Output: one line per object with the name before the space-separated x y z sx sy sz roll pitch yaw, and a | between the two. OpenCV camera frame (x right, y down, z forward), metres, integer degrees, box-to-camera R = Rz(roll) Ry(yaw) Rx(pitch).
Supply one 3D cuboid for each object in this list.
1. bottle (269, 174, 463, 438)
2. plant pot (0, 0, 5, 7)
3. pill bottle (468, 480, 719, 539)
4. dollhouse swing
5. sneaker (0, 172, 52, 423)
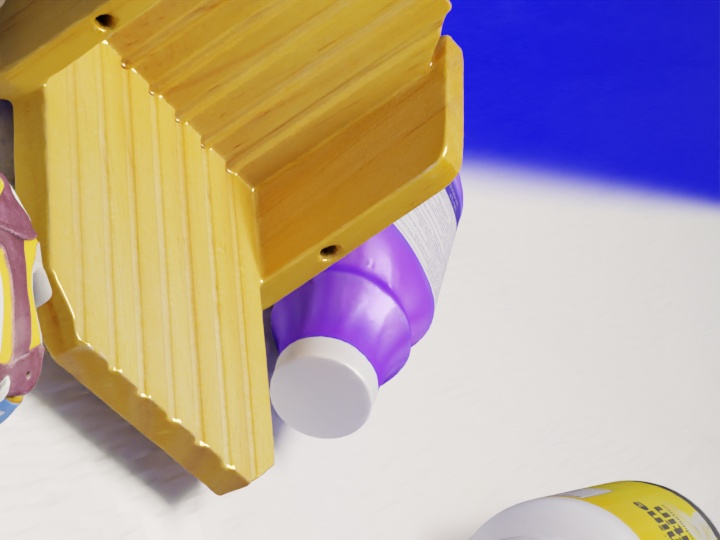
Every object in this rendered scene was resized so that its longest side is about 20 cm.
bottle | 0.000 0.000 1.222 0.084 0.065 0.200 60 26 -27
plant pot | -0.166 -0.167 0.927 0.201 0.092 0.201 49 32 -45
pill bottle | 0.109 0.166 1.297 0.200 0.112 0.112 0 74 -66
dollhouse swing | -0.039 -0.044 1.053 0.200 0.182 0.176 47 14 -47
sneaker | -0.147 0.030 0.854 0.090 0.075 0.200 56 28 -23
